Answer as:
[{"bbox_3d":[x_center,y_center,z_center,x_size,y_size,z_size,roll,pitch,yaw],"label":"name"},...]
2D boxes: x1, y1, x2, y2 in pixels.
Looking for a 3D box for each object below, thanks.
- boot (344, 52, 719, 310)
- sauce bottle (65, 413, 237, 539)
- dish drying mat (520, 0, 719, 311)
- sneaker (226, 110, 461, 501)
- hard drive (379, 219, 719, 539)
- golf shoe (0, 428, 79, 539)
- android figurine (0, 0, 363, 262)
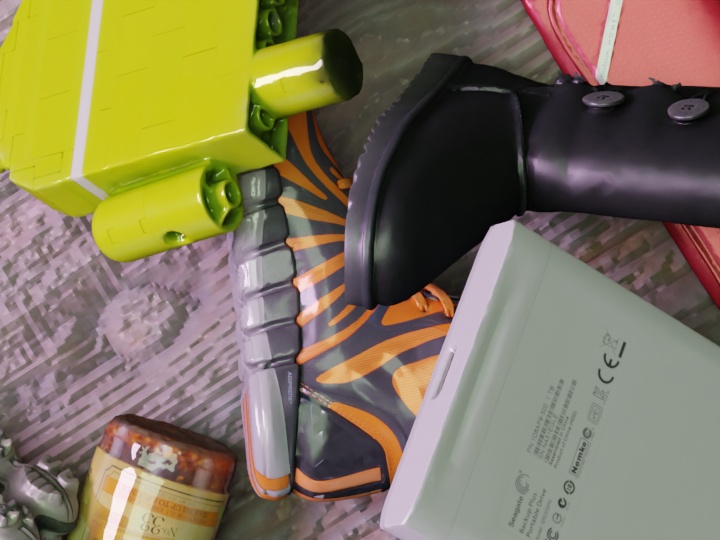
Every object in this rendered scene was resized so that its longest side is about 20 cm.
[{"bbox_3d":[0.107,-0.031,1.201,0.199,0.165,0.066,9,128,15],"label":"boot"},{"bbox_3d":[-0.112,0.166,1.291,0.066,0.066,0.201,17,93,9],"label":"sauce bottle"},{"bbox_3d":[0.153,-0.058,1.276,0.077,0.018,0.200,-34,84,6],"label":"dish drying mat"},{"bbox_3d":[0.000,0.000,1.279,0.112,0.078,0.201,-4,83,-7],"label":"sneaker"},{"bbox_3d":[0.112,0.085,1.158,0.200,0.027,0.132,30,68,-23],"label":"hard drive"},{"bbox_3d":[-0.218,0.092,1.304,0.200,0.078,0.097,37,129,25],"label":"golf shoe"},{"bbox_3d":[-0.085,-0.091,1.264,0.200,0.041,0.183,-16,58,32],"label":"android figurine"}]
